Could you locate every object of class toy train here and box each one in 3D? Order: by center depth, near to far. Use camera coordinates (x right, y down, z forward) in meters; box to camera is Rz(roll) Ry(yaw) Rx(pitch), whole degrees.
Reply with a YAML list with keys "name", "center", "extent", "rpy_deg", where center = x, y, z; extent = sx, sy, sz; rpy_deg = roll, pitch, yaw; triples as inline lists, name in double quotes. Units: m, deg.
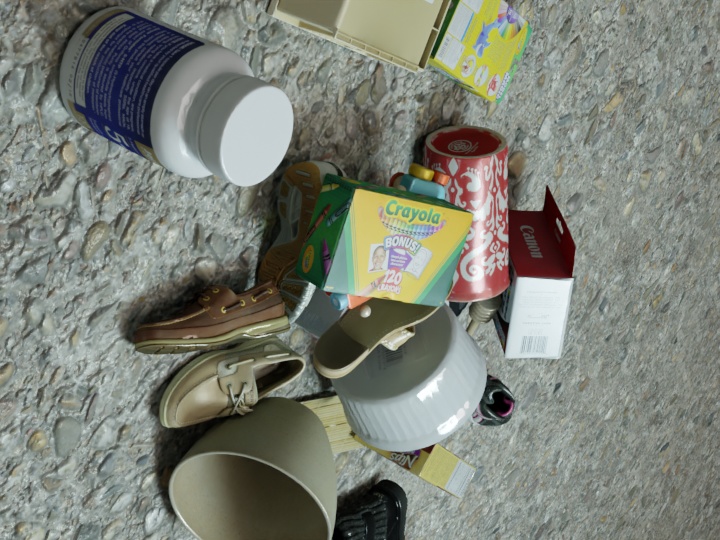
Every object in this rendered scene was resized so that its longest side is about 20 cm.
- name: "toy train"
  center: [0.028, -0.046, 1.522]
  extent: [0.199, 0.055, 0.151]
  rpy_deg: [-33, 129, -26]

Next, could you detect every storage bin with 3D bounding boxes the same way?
- name: "storage bin"
  center: [0.025, -0.334, 1.365]
  extent: [0.198, 0.093, 0.202]
  rpy_deg: [9, 104, -57]

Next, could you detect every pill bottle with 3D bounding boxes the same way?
- name: "pill bottle"
  center: [-0.161, -0.151, 1.127]
  extent: [0.119, 0.199, 0.121]
  rpy_deg: [-33, 136, -38]

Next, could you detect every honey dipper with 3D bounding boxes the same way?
- name: "honey dipper"
  center: [0.159, 0.086, 1.841]
  extent: [0.038, 0.038, 0.200]
  rpy_deg: [-43, 167, -29]

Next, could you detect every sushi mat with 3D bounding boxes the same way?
- name: "sushi mat"
  center: [-0.041, 0.210, 1.721]
  extent: [0.199, 0.012, 0.097]
  rpy_deg: [-3, 112, -55]

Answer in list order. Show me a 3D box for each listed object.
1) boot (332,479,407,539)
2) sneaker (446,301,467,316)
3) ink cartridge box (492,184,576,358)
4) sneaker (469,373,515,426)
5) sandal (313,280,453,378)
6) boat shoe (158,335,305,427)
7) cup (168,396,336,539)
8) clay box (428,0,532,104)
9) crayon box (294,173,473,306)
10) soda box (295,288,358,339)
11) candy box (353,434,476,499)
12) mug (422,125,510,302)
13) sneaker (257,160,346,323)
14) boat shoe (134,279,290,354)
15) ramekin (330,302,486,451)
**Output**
- name: "boot"
  center: [-0.002, 0.422, 1.860]
  extent: [0.157, 0.079, 0.213]
  rpy_deg: [-29, 124, -51]
- name: "sneaker"
  center: [0.114, 0.084, 1.800]
  extent: [0.112, 0.073, 0.201]
  rpy_deg: [-36, 138, -38]
- name: "ink cartridge box"
  center: [0.235, -0.004, 1.797]
  extent: [0.083, 0.201, 0.177]
  rpy_deg: [1, 119, -7]
- name: "sneaker"
  center: [0.208, 0.212, 2.009]
  extent: [0.081, 0.086, 0.200]
  rpy_deg: [-59, 148, -4]
- name: "sandal"
  center: [0.023, 0.070, 1.560]
  extent: [0.211, 0.078, 0.070]
  rpy_deg: [-36, 157, -26]
- name: "boat shoe"
  center: [-0.146, 0.132, 1.470]
  extent: [0.199, 0.065, 0.073]
  rpy_deg: [-25, 131, -45]
- name: "cup"
  center: [-0.110, 0.235, 1.508]
  extent: [0.144, 0.198, 0.202]
  rpy_deg: [-67, 159, -48]
- name: "clay box"
  center: [0.144, -0.292, 1.605]
  extent: [0.200, 0.047, 0.116]
  rpy_deg: [21, 94, -59]
- name: "crayon box"
  center: [0.030, -0.032, 1.449]
  extent: [0.199, 0.058, 0.120]
  rpy_deg: [8, 104, -43]
- name: "soda box"
  center: [0.000, 0.000, 1.587]
  extent: [0.201, 0.063, 0.068]
  rpy_deg: [-60, 146, -6]
- name: "candy box"
  center: [0.081, 0.263, 1.823]
  extent: [0.057, 0.116, 0.200]
  rpy_deg: [-60, 153, -8]
- name: "mug"
  center: [0.132, -0.088, 1.691]
  extent: [0.132, 0.178, 0.202]
  rpy_deg: [-4, 120, -4]
- name: "sneaker"
  center: [-0.058, -0.031, 1.475]
  extent: [0.087, 0.075, 0.202]
  rpy_deg: [-20, 132, -56]
- name: "boat shoe"
  center: [-0.166, 0.051, 1.396]
  extent: [0.199, 0.072, 0.068]
  rpy_deg: [-9, 87, -43]
- name: "ramekin"
  center: [0.054, 0.121, 1.633]
  extent: [0.201, 0.200, 0.098]
  rpy_deg: [-51, 137, -19]
